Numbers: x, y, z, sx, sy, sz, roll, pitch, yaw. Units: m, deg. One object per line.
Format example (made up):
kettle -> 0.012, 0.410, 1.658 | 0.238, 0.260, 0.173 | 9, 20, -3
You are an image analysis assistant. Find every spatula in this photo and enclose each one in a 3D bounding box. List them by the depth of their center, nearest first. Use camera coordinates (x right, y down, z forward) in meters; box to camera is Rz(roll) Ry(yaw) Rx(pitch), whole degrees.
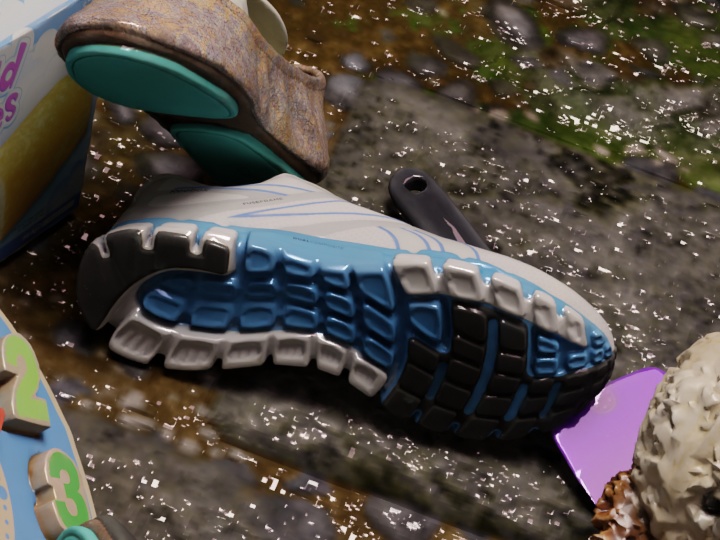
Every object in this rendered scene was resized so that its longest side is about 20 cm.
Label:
spatula -> 0.069, 0.026, 1.043 | 0.056, 0.021, 0.200 | -28, 54, -19

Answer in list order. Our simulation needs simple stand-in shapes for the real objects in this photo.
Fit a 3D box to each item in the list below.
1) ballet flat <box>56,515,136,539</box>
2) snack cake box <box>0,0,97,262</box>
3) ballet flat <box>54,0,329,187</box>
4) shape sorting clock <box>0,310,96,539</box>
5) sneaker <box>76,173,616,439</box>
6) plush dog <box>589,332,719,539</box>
ballet flat -> -0.047, 0.169, 0.809 | 0.068, 0.068, 0.201 | 4, 58, -28
snack cake box -> -0.177, -0.037, 0.952 | 0.067, 0.115, 0.200 | 32, 43, 18
ballet flat -> -0.059, -0.081, 1.000 | 0.068, 0.200, 0.068 | 6, 78, 15
shape sorting clock -> -0.141, 0.063, 0.836 | 0.200, 0.039, 0.201 | 46, 27, -31
sneaker -> 0.000, 0.000, 1.009 | 0.199, 0.075, 0.087 | 15, 33, 0
plush dog -> 0.174, 0.086, 0.931 | 0.172, 0.200, 0.160 | 40, 11, 10
